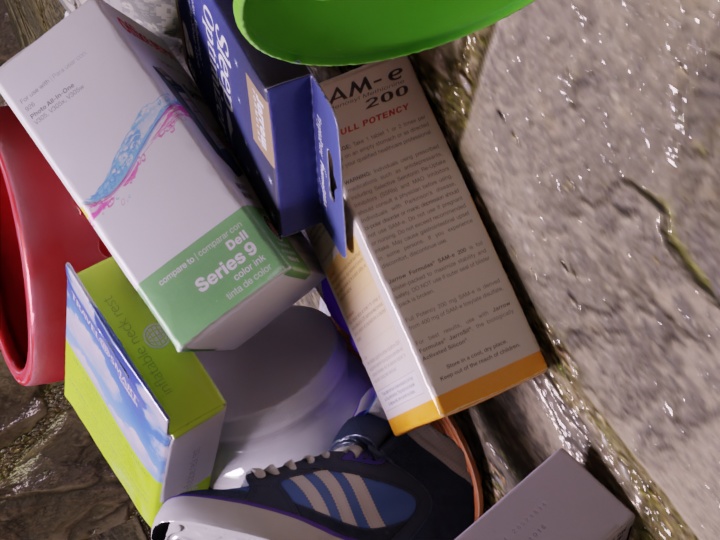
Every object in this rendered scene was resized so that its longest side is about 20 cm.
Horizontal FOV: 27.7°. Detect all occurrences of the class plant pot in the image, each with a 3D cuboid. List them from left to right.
[{"bbox_3d":[-0.181,-0.030,1.073,0.200,0.182,0.201,36,132,55],"label":"plant pot"}]

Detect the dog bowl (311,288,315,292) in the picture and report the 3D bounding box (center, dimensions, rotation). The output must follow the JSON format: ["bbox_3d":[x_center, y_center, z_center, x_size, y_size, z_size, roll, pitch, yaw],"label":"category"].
[{"bbox_3d":[-0.103,-0.063,1.252,0.200,0.079,0.200,58,164,28],"label":"dog bowl"}]

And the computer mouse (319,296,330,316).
[{"bbox_3d":[0.002,0.079,1.165,0.110,0.044,0.201,42,152,61],"label":"computer mouse"}]

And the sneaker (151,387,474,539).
[{"bbox_3d":[-0.024,0.134,0.924,0.081,0.199,0.147,112,168,-45],"label":"sneaker"}]

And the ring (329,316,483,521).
[{"bbox_3d":[0.023,0.118,1.103,0.200,0.019,0.201,37,146,31],"label":"ring"}]

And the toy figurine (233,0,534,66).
[{"bbox_3d":[0.011,-0.205,0.543,0.200,0.150,0.185,-38,65,54],"label":"toy figurine"}]

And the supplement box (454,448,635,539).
[{"bbox_3d":[0.095,0.200,0.867,0.061,0.109,0.200,43,157,25],"label":"supplement box"}]

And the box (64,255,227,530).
[{"bbox_3d":[-0.140,0.077,0.926,0.122,0.048,0.200,53,155,17],"label":"box"}]

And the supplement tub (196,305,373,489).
[{"bbox_3d":[-0.041,0.140,1.042,0.140,0.140,0.200,44,160,57],"label":"supplement tub"}]

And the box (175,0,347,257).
[{"bbox_3d":[-0.062,-0.107,0.834,0.121,0.032,0.200,88,156,-51],"label":"box"}]

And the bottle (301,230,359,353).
[{"bbox_3d":[0.000,0.000,0.997,0.200,0.065,0.084,56,168,35],"label":"bottle"}]

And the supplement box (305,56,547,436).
[{"bbox_3d":[0.024,-0.011,0.868,0.201,0.073,0.126,66,166,5],"label":"supplement box"}]

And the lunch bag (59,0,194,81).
[{"bbox_3d":[-0.138,-0.219,1.002,0.168,0.139,0.200,54,167,11],"label":"lunch bag"}]

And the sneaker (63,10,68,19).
[{"bbox_3d":[-0.193,-0.215,1.129,0.076,0.200,0.081,5,142,23],"label":"sneaker"}]

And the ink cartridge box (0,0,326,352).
[{"bbox_3d":[-0.118,-0.054,0.895,0.200,0.087,0.145,53,-175,7],"label":"ink cartridge box"}]
